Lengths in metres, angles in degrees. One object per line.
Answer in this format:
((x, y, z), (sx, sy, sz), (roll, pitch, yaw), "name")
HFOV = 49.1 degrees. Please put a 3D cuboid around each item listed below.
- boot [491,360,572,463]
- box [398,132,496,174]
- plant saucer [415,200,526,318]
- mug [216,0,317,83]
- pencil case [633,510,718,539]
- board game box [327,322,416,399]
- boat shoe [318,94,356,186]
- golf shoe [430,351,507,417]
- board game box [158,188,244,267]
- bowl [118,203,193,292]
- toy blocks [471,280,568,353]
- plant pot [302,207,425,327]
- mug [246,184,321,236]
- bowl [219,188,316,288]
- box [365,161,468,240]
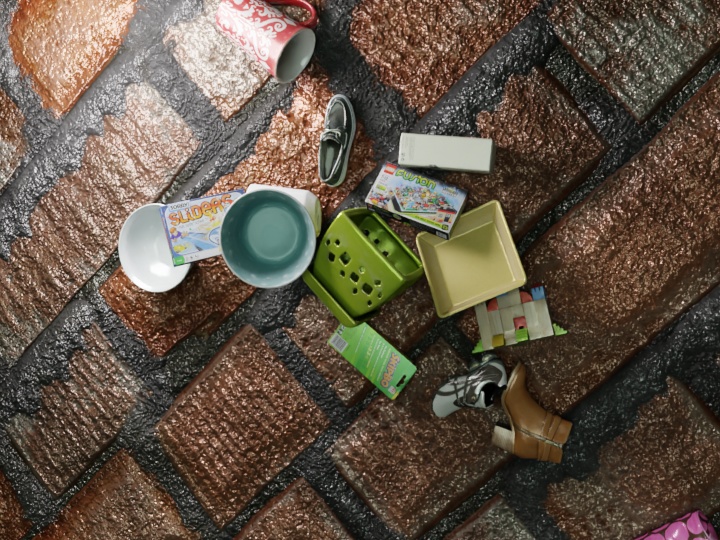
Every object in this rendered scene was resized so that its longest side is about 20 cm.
((0.366, 0.299, 1.643), (0.152, 0.077, 0.204), (14, 99, 16), "boot")
((0.185, -0.247, 1.668), (0.196, 0.082, 0.070), (7, 94, 17), "box")
((0.234, -0.019, 1.656), (0.197, 0.048, 0.203), (-23, 64, 16), "plant saucer")
((-0.203, -0.538, 1.762), (0.199, 0.177, 0.135), (37, 138, 15), "mug")
((0.617, 0.562, 1.576), (0.199, 0.094, 0.092), (-35, 83, 14), "pencil case")
((0.028, 0.188, 1.762), (0.199, 0.030, 0.096), (41, 103, 13), "board game box")
((-0.053, -0.288, 1.739), (0.071, 0.071, 0.205), (4, 93, 16), "boat shoe")
((0.227, 0.262, 1.658), (0.200, 0.077, 0.095), (-46, 39, 26), "golf shoe")
((-0.344, -0.098, 1.791), (0.197, 0.034, 0.138), (-16, 89, -24), "board game box")
((-0.463, -0.054, 1.860), (0.197, 0.090, 0.206), (1, 93, 15), "bowl")
((0.320, 0.085, 1.647), (0.196, 0.100, 0.140), (-15, 77, 20), "toy blocks")
((0.000, 0.000, 1.678), (0.200, 0.199, 0.182), (47, 109, 8), "plant pot")
((-0.166, -0.100, 1.756), (0.150, 0.150, 0.191), (-1, 106, 7), "mug")
((-0.187, -0.072, 1.638), (0.196, 0.105, 0.205), (0, 99, 1), "bowl")
((0.120, -0.151, 1.685), (0.197, 0.035, 0.111), (21, 71, 17), "box")
